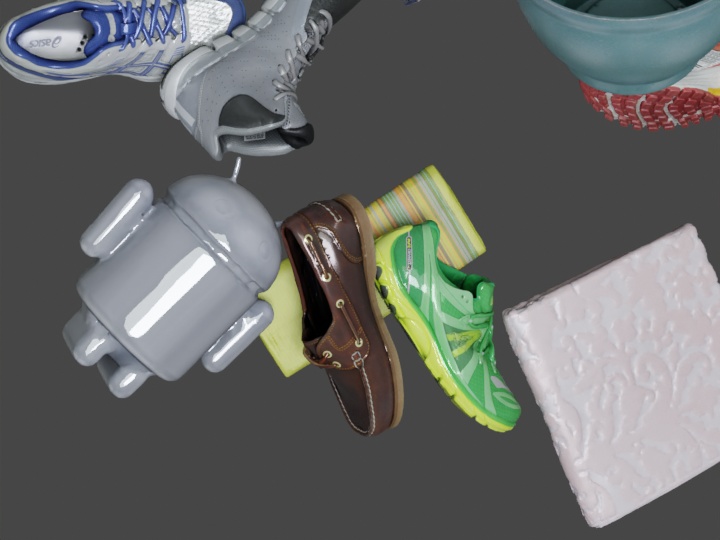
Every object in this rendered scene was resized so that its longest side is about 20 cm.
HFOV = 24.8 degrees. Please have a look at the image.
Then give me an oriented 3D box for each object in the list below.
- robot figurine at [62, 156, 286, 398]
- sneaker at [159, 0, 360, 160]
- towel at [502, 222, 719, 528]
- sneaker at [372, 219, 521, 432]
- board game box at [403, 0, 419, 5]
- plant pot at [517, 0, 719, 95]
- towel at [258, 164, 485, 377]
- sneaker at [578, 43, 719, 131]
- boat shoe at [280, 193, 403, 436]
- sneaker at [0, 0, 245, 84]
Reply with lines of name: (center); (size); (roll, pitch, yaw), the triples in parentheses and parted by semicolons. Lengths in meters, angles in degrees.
robot figurine: (-0.142, 0.005, 1.283); (0.200, 0.113, 0.170); (-44, 121, -2)
sneaker: (-0.050, -0.154, 1.280); (0.200, 0.075, 0.116); (-37, 63, 0)
towel: (0.234, 0.086, 1.373); (0.190, 0.032, 0.201); (-26, 99, -14)
sneaker: (0.083, 0.048, 1.327); (0.083, 0.074, 0.201); (-33, 109, 0)
board game box: (0.057, -0.353, 1.307); (0.200, 0.062, 0.200); (-39, 100, -3)
plant pot: (0.211, -0.224, 1.278); (0.199, 0.135, 0.201); (-4, 55, 6)
towel: (0.000, 0.000, 1.353); (0.199, 0.018, 0.086); (-32, 95, -4)
sneaker: (0.279, -0.168, 1.357); (0.198, 0.078, 0.083); (-5, 69, -3)
boat shoe: (-0.020, 0.042, 1.295); (0.070, 0.070, 0.201); (-25, 109, -36)
sneaker: (-0.184, -0.181, 1.275); (0.199, 0.088, 0.076); (-13, 95, -8)
